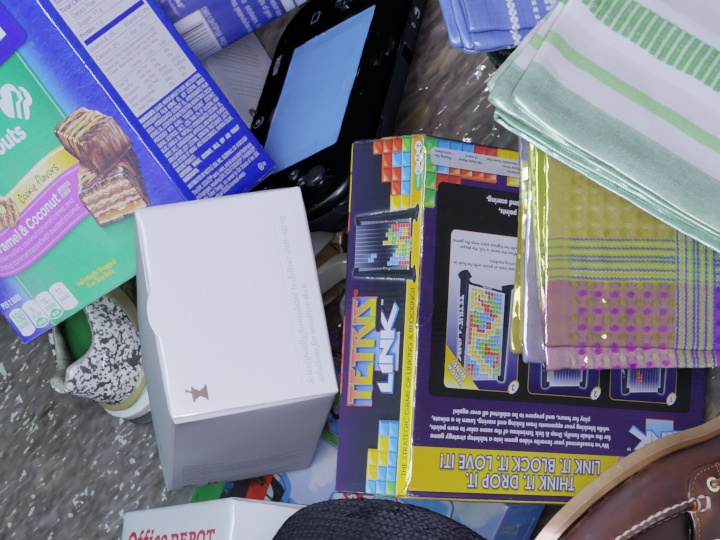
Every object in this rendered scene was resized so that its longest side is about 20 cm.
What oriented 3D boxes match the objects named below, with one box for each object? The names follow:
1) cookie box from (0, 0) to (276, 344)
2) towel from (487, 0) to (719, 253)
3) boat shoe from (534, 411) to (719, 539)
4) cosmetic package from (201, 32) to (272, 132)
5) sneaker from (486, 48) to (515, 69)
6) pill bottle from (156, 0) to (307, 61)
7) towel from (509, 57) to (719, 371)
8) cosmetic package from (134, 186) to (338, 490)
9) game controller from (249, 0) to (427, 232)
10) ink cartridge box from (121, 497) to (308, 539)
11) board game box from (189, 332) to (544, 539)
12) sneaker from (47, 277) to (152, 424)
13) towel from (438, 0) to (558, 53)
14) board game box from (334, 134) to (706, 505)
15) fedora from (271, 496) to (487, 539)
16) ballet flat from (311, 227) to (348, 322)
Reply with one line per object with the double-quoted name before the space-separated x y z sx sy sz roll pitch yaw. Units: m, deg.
"cookie box" -0.172 -0.085 1.248 0.171 0.075 0.200 -30 100 41
"towel" 0.164 -0.108 1.091 0.152 0.200 0.023 30 149 6
"boat shoe" 0.157 0.110 1.074 0.070 0.200 0.070 43 138 25
"cosmetic package" -0.115 -0.116 1.403 0.102 0.074 0.200 -46 57 26
"sneaker" 0.086 -0.177 1.242 0.076 0.114 0.200 -13 47 16
"pill bottle" -0.059 -0.198 1.297 0.200 0.120 0.120 -30 63 0
"towel" 0.166 -0.026 1.104 0.023 0.199 0.144 162 108 -78
"cosmetic package" -0.067 0.039 1.190 0.200 0.085 0.108 115 146 -75
"game controller" -0.020 -0.090 1.280 0.104 0.042 0.200 -17 40 31
"ink cartridge box" -0.070 0.220 1.214 0.147 0.083 0.201 -18 63 60
"board game box" -0.005 0.136 1.285 0.200 0.037 0.152 36 113 36
"sneaker" -0.169 -0.007 1.423 0.077 0.089 0.200 -32 65 33
"towel" 0.122 -0.179 1.152 0.024 0.200 0.145 123 136 -65
"board game box" 0.082 0.029 1.137 0.057 0.200 0.166 0 84 50
"fedora" 0.019 0.162 1.065 0.200 0.201 0.092 -5 51 39
"ballet flat" 0.000 0.000 1.289 0.200 0.065 0.071 21 135 41
